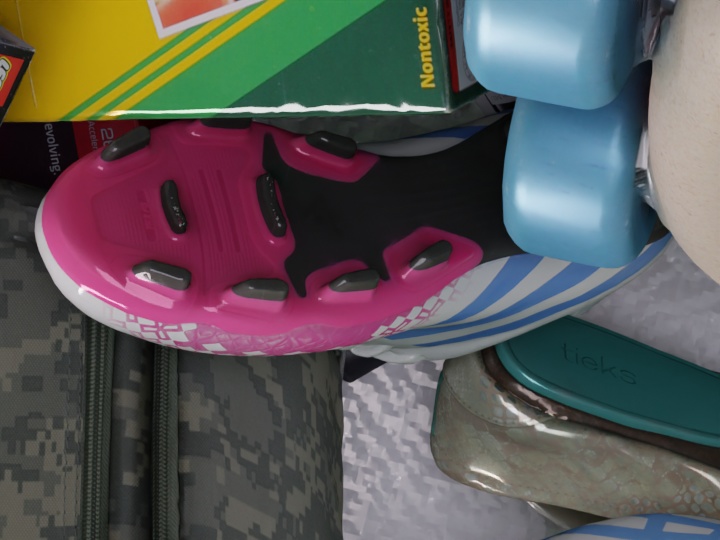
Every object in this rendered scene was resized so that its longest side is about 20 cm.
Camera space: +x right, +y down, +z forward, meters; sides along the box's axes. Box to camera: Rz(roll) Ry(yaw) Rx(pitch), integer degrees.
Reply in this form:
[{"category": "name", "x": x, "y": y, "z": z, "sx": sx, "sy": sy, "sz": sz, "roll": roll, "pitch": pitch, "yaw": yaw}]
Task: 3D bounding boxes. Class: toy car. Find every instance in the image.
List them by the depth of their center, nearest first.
[{"category": "toy car", "x": 0.142, "y": -0.098, "z": 0.657, "sx": 0.183, "sy": 0.177, "sz": 0.201, "roll": 12, "pitch": 69, "yaw": 14}]

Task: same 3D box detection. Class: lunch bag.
[{"category": "lunch bag", "x": -0.080, "y": 0.080, "z": 0.755, "sx": 0.167, "sy": 0.139, "sz": 0.201, "roll": 16, "pitch": 58, "yaw": -31}]

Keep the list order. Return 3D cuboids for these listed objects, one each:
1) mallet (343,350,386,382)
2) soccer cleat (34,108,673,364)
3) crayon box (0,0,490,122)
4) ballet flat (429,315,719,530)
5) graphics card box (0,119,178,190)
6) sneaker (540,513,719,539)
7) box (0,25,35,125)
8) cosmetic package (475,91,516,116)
[{"category": "mallet", "x": 0.087, "y": -0.003, "z": 0.837, "sx": 0.199, "sy": 0.041, "sz": 0.066, "roll": -30, "pitch": 94, "yaw": 5}, {"category": "soccer cleat", "x": 0.000, "y": 0.000, "z": 0.741, "sx": 0.199, "sy": 0.086, "sz": 0.070, "roll": -7, "pitch": 60, "yaw": -29}, {"category": "crayon box", "x": -0.055, "y": -0.140, "z": 0.678, "sx": 0.171, "sy": 0.058, "sz": 0.202, "roll": 0, "pitch": 105, "yaw": 26}, {"category": "ballet flat", "x": 0.115, "y": 0.065, "z": 0.831, "sx": 0.199, "sy": 0.068, "sz": 0.063, "roll": 21, "pitch": 126, "yaw": -5}, {"category": "graphics card box", "x": -0.157, "y": -0.077, "z": 0.790, "sx": 0.198, "sy": 0.051, "sz": 0.126, "roll": -5, "pitch": 105, "yaw": 12}, {"category": "sneaker", "x": 0.129, "y": 0.111, "z": 0.766, "sx": 0.198, "sy": 0.072, "sz": 0.072, "roll": 9, "pitch": 84, "yaw": -3}, {"category": "box", "x": -0.188, "y": -0.044, "z": 0.709, "sx": 0.200, "sy": 0.040, "sz": 0.138, "roll": 34, "pitch": 103, "yaw": 30}, {"category": "cosmetic package", "x": 0.127, "y": -0.083, "z": 0.771, "sx": 0.199, "sy": 0.051, "sz": 0.083, "roll": -18, "pitch": 134, "yaw": 23}]
